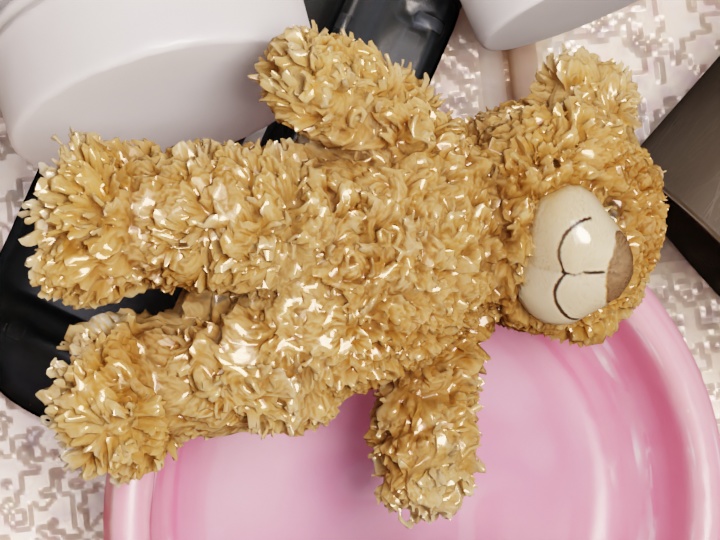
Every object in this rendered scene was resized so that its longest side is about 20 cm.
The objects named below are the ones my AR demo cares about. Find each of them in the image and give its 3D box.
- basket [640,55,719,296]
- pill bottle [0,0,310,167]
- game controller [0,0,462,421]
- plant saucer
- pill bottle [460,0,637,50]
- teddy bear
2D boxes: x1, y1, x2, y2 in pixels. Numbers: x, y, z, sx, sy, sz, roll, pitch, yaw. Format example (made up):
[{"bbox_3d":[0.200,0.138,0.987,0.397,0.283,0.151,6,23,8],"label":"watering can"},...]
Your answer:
[{"bbox_3d":[0.190,-0.061,0.889,0.200,0.180,0.136,-44,60,-2],"label":"basket"},{"bbox_3d":[-0.081,-0.140,0.869,0.114,0.114,0.201,-13,73,-8],"label":"pill bottle"},{"bbox_3d":[-0.045,-0.037,0.919,0.104,0.042,0.201,22,80,12],"label":"game controller"},{"bbox_3d":[0.014,0.074,0.880,0.199,0.051,0.202,0,90,-20],"label":"plant saucer"},{"bbox_3d":[0.037,-0.176,0.888,0.112,0.112,0.201,-23,84,-9],"label":"pill bottle"},{"bbox_3d":[0.000,0.000,0.812,0.199,0.067,0.146,7,91,-19],"label":"teddy bear"}]
